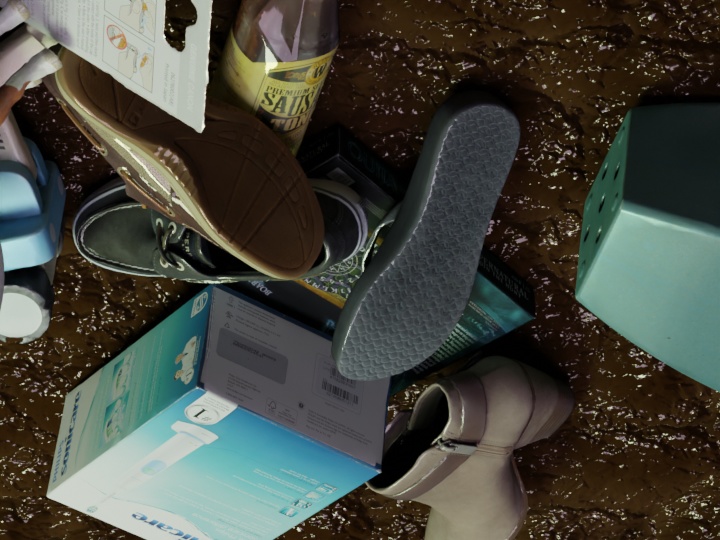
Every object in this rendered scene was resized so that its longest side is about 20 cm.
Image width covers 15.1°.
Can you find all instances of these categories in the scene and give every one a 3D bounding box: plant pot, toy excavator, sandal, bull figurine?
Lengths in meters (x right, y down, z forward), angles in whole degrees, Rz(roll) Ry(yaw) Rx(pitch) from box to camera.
[{"bbox_3d":[0.239,-0.012,1.651,0.198,0.142,0.142,16,136,-6],"label":"plant pot"},{"bbox_3d":[-0.226,-0.062,1.639,0.193,0.100,0.201,-10,128,9],"label":"toy excavator"},{"bbox_3d":[0.041,-0.021,1.678,0.076,0.043,0.201,15,110,-34],"label":"sandal"},{"bbox_3d":[-0.226,-0.088,1.490,0.121,0.200,0.065,-43,106,-14],"label":"bull figurine"}]

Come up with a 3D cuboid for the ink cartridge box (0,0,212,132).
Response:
[{"bbox_3d":[-0.145,-0.187,1.451,0.199,0.050,0.162,30,141,20],"label":"ink cartridge box"}]

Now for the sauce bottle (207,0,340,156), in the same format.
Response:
[{"bbox_3d":[-0.047,-0.130,1.575,0.065,0.066,0.201,10,138,-11],"label":"sauce bottle"}]

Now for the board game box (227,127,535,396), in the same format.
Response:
[{"bbox_3d":[0.000,0.000,1.742,0.135,0.028,0.200,-29,130,28],"label":"board game box"}]

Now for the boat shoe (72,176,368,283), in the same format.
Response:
[{"bbox_3d":[-0.094,-0.025,1.664,0.198,0.057,0.069,-2,111,22],"label":"boat shoe"}]

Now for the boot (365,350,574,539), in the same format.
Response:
[{"bbox_3d":[0.057,0.135,1.817,0.146,0.070,0.201,-2,129,-47],"label":"boot"}]

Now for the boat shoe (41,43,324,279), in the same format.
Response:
[{"bbox_3d":[-0.106,-0.067,1.576,0.200,0.072,0.072,38,159,-23],"label":"boat shoe"}]

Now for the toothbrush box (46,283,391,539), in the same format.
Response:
[{"bbox_3d":[-0.094,0.108,1.796,0.146,0.086,0.200,25,142,-24],"label":"toothbrush box"}]

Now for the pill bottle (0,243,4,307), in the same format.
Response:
[{"bbox_3d":[-0.316,0.000,1.583,0.198,0.117,0.117,7,141,22],"label":"pill bottle"}]
